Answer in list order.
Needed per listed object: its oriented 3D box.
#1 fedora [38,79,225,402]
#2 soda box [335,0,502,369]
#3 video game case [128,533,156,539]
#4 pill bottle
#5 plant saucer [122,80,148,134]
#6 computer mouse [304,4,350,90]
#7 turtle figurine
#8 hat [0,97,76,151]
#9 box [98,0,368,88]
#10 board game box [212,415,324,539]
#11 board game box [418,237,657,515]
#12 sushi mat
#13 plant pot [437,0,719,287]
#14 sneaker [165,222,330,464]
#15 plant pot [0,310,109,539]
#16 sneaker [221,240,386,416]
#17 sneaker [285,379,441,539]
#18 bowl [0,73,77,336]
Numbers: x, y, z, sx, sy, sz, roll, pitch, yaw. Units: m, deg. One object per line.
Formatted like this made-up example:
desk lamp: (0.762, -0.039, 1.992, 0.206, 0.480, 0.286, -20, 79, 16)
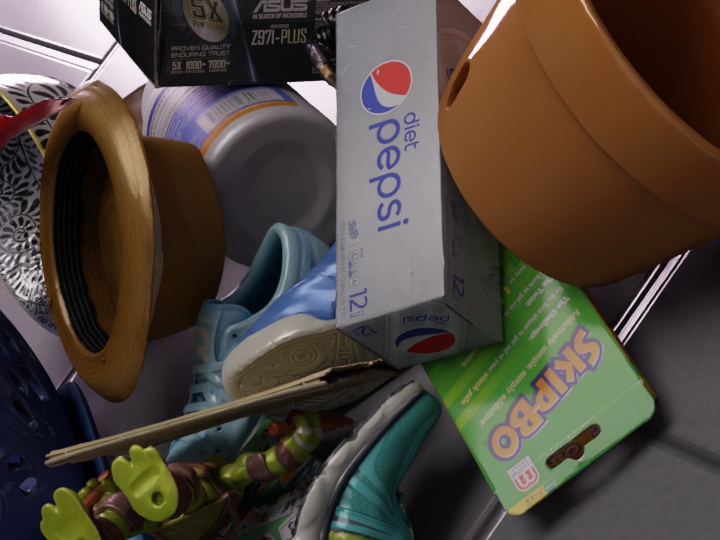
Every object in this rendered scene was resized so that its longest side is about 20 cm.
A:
fedora: (-0.138, -0.019, 1.276, 0.200, 0.081, 0.202, 21, 114, 59)
soda box: (0.030, -0.053, 1.098, 0.068, 0.063, 0.201, -18, 57, 28)
video game case: (-0.187, 0.241, 1.199, 0.200, 0.018, 0.143, -45, 30, 8)
pill bottle: (-0.085, -0.085, 1.391, 0.112, 0.112, 0.200, -48, 30, 2)
plant saucer: (-0.179, -0.066, 1.573, 0.200, 0.032, 0.201, -34, 34, 27)
computer mouse: (0.048, -0.108, 1.202, 0.200, 0.140, 0.046, -117, 40, -51)
turtle figurine: (-0.108, 0.128, 1.127, 0.199, 0.161, 0.065, -17, 85, 21)
hat: (-0.275, -0.034, 1.326, 0.176, 0.200, 0.166, 34, 65, 31)
box: (-0.065, -0.191, 1.392, 0.164, 0.199, 0.087, -130, 40, -60)
board game box: (-0.079, 0.189, 1.161, 0.200, 0.029, 0.134, -52, 29, -3)
board game box: (0.077, 0.032, 1.079, 0.095, 0.030, 0.200, -38, 48, 11)
sushi mat: (-0.077, 0.081, 1.155, 0.199, 0.096, 0.012, -18, 83, 29)
plant pot: (0.133, -0.084, 1.040, 0.140, 0.200, 0.201, -42, 29, 36)
sneaker: (-0.082, 0.059, 1.257, 0.074, 0.082, 0.201, 5, 60, 55)
plant pot: (-0.269, 0.138, 1.318, 0.200, 0.180, 0.200, -44, 31, 7)
sneaker: (0.001, 0.001, 1.214, 0.199, 0.077, 0.112, -33, 40, 18)
sneaker: (0.000, 0.154, 1.058, 0.078, 0.079, 0.201, 83, -150, -74)
bowl: (-0.207, -0.062, 1.446, 0.094, 0.202, 0.200, -26, 20, -28)
